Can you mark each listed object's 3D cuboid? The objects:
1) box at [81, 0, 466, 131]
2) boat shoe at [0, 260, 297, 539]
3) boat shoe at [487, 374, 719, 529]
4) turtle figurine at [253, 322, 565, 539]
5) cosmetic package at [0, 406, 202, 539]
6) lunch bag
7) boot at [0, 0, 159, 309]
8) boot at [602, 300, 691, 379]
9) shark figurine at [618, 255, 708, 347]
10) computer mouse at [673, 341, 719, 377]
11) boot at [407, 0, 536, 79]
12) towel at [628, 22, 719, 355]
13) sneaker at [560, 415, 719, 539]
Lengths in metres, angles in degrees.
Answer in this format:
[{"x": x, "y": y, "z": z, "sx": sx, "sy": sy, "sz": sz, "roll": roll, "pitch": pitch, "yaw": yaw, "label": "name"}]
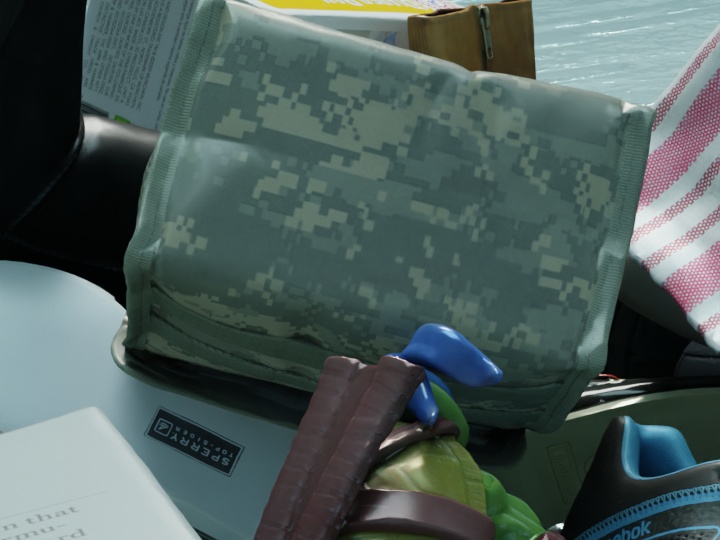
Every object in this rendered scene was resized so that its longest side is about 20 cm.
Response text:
[{"x": -0.036, "y": -0.084, "z": 1.176, "sx": 0.101, "sy": 0.113, "sz": 0.200, "roll": 26, "pitch": 16, "yaw": 28, "label": "box"}, {"x": -0.082, "y": 0.066, "z": 0.986, "sx": 0.200, "sy": 0.068, "sz": 0.072, "roll": 26, "pitch": 63, "yaw": 6, "label": "boat shoe"}, {"x": 0.097, "y": 0.069, "z": 1.013, "sx": 0.201, "sy": 0.074, "sz": 0.063, "roll": -8, "pitch": 32, "yaw": 5, "label": "boat shoe"}, {"x": 0.012, "y": 0.139, "z": 0.782, "sx": 0.144, "sy": 0.200, "sz": 0.194, "roll": 22, "pitch": 37, "yaw": -9, "label": "turtle figurine"}, {"x": -0.097, "y": 0.151, "z": 0.560, "sx": 0.166, "sy": 0.168, "sz": 0.200, "roll": -16, "pitch": 15, "yaw": -14, "label": "cosmetic package"}, {"x": 0.000, "y": 0.000, "z": 0.907, "sx": 0.164, "sy": 0.118, "sz": 0.200, "roll": 14, "pitch": -17, "yaw": -2, "label": "lunch bag"}, {"x": -0.101, "y": -0.049, "z": 1.007, "sx": 0.162, "sy": 0.198, "sz": 0.073, "roll": 19, "pitch": 33, "yaw": -20, "label": "boot"}, {"x": 0.184, "y": 0.018, "z": 1.167, "sx": 0.198, "sy": 0.074, "sz": 0.162, "roll": 0, "pitch": 17, "yaw": -4, "label": "boot"}, {"x": 0.198, "y": 0.022, "z": 0.938, "sx": 0.214, "sy": 0.090, "sz": 0.128, "roll": -13, "pitch": -39, "yaw": 43, "label": "shark figurine"}, {"x": 0.229, "y": 0.017, "z": 1.047, "sx": 0.200, "sy": 0.141, "sz": 0.046, "roll": -6, "pitch": 16, "yaw": 0, "label": "computer mouse"}, {"x": 0.048, "y": -0.015, "z": 1.119, "sx": 0.068, "sy": 0.200, "sz": 0.188, "roll": 3, "pitch": 16, "yaw": 31, "label": "boot"}, {"x": 0.166, "y": -0.028, "z": 0.886, "sx": 0.030, "sy": 0.146, "sz": 0.200, "roll": 26, "pitch": 19, "yaw": -42, "label": "towel"}, {"x": 0.130, "y": 0.102, "z": 0.829, "sx": 0.073, "sy": 0.082, "sz": 0.200, "roll": 16, "pitch": 1, "yaw": -37, "label": "sneaker"}]
